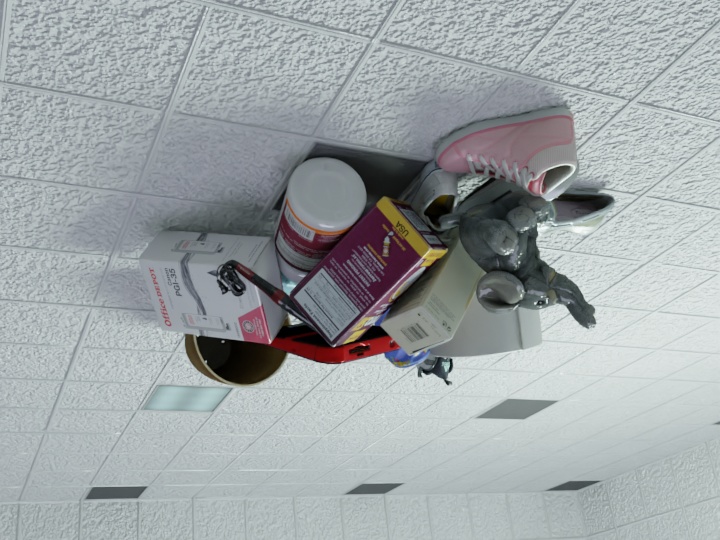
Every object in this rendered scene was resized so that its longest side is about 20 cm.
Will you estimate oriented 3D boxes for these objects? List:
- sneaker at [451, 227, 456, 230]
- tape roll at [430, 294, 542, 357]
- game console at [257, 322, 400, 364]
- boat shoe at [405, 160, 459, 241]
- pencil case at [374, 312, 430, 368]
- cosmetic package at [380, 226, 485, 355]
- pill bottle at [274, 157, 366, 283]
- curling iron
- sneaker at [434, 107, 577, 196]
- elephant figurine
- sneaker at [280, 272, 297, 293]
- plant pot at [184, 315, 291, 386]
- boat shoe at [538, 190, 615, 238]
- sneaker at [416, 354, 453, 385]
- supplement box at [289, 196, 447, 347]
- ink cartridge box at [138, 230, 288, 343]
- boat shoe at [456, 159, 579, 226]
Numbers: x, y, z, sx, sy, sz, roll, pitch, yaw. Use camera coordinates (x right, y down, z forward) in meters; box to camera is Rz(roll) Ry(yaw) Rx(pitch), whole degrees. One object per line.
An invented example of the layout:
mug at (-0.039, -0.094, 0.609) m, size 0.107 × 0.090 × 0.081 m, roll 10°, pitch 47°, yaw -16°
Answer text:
sneaker at (0.179, -0.041, 1.379) m, size 0.198 × 0.091 × 0.078 m, roll -24°, pitch 150°, yaw 32°
tape roll at (0.213, 0.067, 1.471) m, size 0.199 × 0.142 × 0.203 m, roll -7°, pitch 180°, yaw 0°
game console at (-0.047, 0.111, 1.350) m, size 0.175 × 0.032 × 0.198 m, roll 6°, pitch -172°, yaw 39°
boat shoe at (0.114, -0.079, 1.288) m, size 0.073 × 0.087 × 0.203 m, roll 0°, pitch 153°, yaw -12°
pencil case at (0.052, 0.073, 1.471) m, size 0.086 × 0.078 × 0.202 m, roll -21°, pitch 109°, yaw 10°
cosmetic package at (0.122, 0.025, 1.282) m, size 0.071 × 0.201 × 0.105 m, roll 46°, pitch 141°, yaw -14°
pill bottle at (-0.066, -0.066, 1.239) m, size 0.112 × 0.116 × 0.201 m, roll 0°, pitch 154°, yaw -15°
curling iron at (-0.120, 0.046, 1.208) m, size 0.198 × 0.026 × 0.050 m, roll 30°, pitch 114°, yaw -14°
sneaker at (0.202, -0.149, 1.151) m, size 0.197 × 0.106 × 0.075 m, roll -12°, pitch 156°, yaw 14°
elephant figurine at (0.227, 0.001, 1.205) m, size 0.140 × 0.155 × 0.202 m, roll -26°, pitch 114°, yaw -7°
sneaker at (-0.180, 0.024, 1.430) m, size 0.198 × 0.083 × 0.073 m, roll 19°, pitch 146°, yaw -42°
plant pot at (-0.250, 0.127, 1.543) m, size 0.184 × 0.190 × 0.199 m, roll 8°, pitch 164°, yaw -29°
boat shoe at (0.311, -0.097, 1.325) m, size 0.199 × 0.075 × 0.065 m, roll 1°, pitch 148°, yaw -26°
sneaker at (0.182, 0.167, 1.744) m, size 0.077 × 0.142 × 0.200 m, roll 10°, pitch 150°, yaw -31°
supplement box at (0.014, 0.002, 1.208) m, size 0.200 × 0.103 × 0.131 m, roll -45°, pitch 169°, yaw 14°
ink cartridge box at (-0.225, 0.025, 1.295) m, size 0.197 × 0.083 × 0.148 m, roll 4°, pitch 126°, yaw 19°
boat shoe at (0.229, -0.127, 1.249) m, size 0.198 × 0.064 × 0.071 m, roll -26°, pitch 109°, yaw 19°
